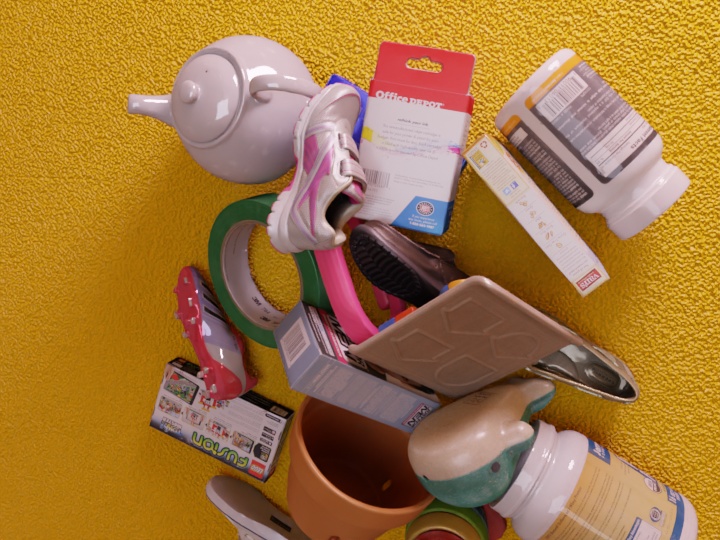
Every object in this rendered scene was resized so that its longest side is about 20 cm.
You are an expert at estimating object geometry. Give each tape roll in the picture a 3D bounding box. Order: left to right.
[{"bbox_3d":[-0.115,0.001,0.856,0.200,0.048,0.201,14,115,33],"label":"tape roll"}]

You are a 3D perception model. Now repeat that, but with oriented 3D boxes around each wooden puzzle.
[{"bbox_3d":[0.116,0.074,0.735,0.200,0.185,0.046,-31,45,35],"label":"wooden puzzle"}]

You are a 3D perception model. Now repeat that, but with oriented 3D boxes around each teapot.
[{"bbox_3d":[-0.156,-0.201,0.797,0.200,0.146,0.197,-46,68,21],"label":"teapot"}]

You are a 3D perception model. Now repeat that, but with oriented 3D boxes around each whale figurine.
[{"bbox_3d":[0.154,0.201,0.779,0.159,0.200,0.104,-13,104,59],"label":"whale figurine"}]

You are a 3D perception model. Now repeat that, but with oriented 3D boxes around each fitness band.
[{"bbox_3d":[0.000,0.000,0.805,0.037,0.144,0.200,-22,82,25],"label":"fitness band"}]

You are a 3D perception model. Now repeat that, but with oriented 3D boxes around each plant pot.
[{"bbox_3d":[-0.010,0.260,0.844,0.200,0.200,0.140,32,124,9],"label":"plant pot"}]

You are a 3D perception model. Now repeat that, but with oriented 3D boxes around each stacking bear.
[{"bbox_3d":[0.104,0.346,0.806,0.121,0.200,0.114,-22,96,18],"label":"stacking bear"}]

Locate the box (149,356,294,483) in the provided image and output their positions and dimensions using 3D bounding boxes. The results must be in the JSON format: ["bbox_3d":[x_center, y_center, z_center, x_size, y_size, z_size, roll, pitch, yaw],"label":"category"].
[{"bbox_3d":[-0.206,0.218,0.963,0.200,0.035,0.110,23,105,11],"label":"box"}]

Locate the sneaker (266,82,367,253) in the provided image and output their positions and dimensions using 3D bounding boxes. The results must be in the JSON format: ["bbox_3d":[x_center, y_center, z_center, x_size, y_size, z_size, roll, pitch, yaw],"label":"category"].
[{"bbox_3d":[-0.028,-0.107,0.722,0.088,0.081,0.200,14,87,27],"label":"sneaker"}]

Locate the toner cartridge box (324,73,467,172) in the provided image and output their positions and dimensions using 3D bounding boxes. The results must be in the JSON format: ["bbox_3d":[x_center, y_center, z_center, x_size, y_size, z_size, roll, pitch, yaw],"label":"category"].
[{"bbox_3d":[0.029,-0.155,0.828,0.200,0.043,0.095,35,108,8],"label":"toner cartridge box"}]

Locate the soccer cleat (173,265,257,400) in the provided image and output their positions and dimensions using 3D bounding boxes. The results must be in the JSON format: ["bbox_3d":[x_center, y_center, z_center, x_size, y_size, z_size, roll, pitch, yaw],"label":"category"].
[{"bbox_3d":[-0.209,0.087,0.934,0.067,0.076,0.200,-34,71,47],"label":"soccer cleat"}]

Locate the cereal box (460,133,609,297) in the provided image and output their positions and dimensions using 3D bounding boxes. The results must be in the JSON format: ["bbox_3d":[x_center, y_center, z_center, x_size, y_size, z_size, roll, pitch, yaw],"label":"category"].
[{"bbox_3d":[0.198,-0.067,0.742,0.040,0.144,0.200,-40,86,18],"label":"cereal box"}]

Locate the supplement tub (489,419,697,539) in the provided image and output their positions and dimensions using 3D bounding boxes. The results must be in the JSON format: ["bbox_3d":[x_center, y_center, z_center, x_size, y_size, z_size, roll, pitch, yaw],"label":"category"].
[{"bbox_3d":[0.271,0.283,0.780,0.200,0.145,0.145,31,106,9],"label":"supplement tub"}]

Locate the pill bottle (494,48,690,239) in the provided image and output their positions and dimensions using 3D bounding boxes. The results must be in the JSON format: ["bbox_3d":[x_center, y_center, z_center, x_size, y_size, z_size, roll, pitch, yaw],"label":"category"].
[{"bbox_3d":[0.256,-0.137,0.729,0.200,0.116,0.116,46,108,3],"label":"pill bottle"}]

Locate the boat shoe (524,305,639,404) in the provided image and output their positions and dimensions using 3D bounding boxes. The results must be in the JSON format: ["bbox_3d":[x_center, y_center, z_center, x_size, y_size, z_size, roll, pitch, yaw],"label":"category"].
[{"bbox_3d":[0.237,0.099,0.789,0.200,0.063,0.073,31,96,3],"label":"boat shoe"}]

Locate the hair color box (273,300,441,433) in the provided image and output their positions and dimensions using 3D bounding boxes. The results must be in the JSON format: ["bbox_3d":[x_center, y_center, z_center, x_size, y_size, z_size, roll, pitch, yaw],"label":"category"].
[{"bbox_3d":[-0.003,0.120,0.799,0.200,0.099,0.061,29,111,-35],"label":"hair color box"}]

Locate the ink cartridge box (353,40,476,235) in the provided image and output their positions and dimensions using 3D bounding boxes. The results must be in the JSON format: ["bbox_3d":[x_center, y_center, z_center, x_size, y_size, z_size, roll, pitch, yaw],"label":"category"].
[{"bbox_3d":[0.063,-0.151,0.761,0.116,0.067,0.200,13,102,13],"label":"ink cartridge box"}]

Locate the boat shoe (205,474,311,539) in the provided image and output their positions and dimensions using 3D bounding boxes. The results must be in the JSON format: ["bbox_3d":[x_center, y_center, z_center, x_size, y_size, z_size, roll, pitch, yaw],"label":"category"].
[{"bbox_3d":[-0.150,0.381,0.960,0.200,0.071,0.070,32,104,2],"label":"boat shoe"}]

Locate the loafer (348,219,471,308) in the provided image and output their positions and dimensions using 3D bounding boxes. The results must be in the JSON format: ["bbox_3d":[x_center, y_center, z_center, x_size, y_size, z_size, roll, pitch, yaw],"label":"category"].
[{"bbox_3d":[0.073,0.001,0.777,0.200,0.071,0.073,37,145,-18],"label":"loafer"}]
